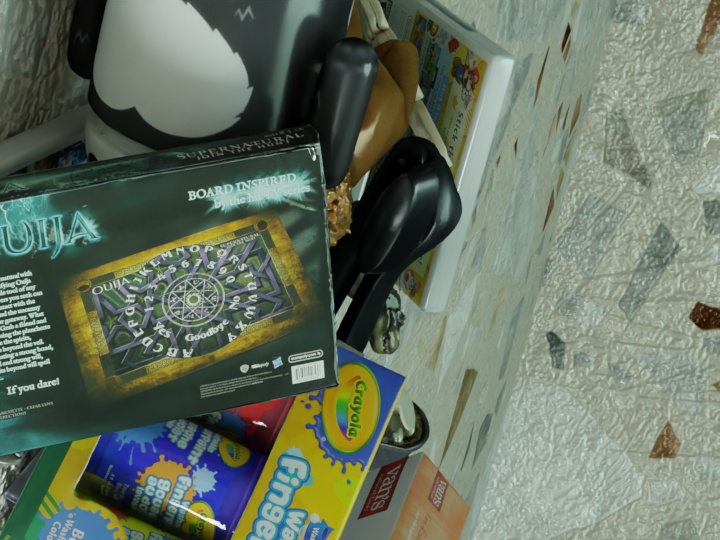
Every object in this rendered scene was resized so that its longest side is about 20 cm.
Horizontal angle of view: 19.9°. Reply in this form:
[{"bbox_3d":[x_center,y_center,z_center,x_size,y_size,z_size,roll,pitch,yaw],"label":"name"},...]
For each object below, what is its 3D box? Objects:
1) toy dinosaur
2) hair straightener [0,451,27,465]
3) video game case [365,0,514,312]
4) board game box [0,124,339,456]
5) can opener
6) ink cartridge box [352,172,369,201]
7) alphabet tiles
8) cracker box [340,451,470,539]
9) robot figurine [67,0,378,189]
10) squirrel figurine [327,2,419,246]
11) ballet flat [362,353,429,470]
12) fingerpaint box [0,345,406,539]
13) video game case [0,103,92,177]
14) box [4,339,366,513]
[{"bbox_3d":[-0.024,-0.009,1.350,0.200,0.088,0.048,74,-11,-50],"label":"toy dinosaur"},{"bbox_3d":[-0.158,0.028,1.101,0.077,0.041,0.200,-55,-171,45],"label":"hair straightener"},{"bbox_3d":[0.037,-0.098,1.521,0.182,0.023,0.201,45,-53,51],"label":"video game case"},{"bbox_3d":[-0.111,0.011,0.982,0.028,0.199,0.136,-128,-149,-59],"label":"board game box"},{"bbox_3d":[0.000,0.000,1.301,0.078,0.063,0.200,-11,142,-45],"label":"can opener"},{"bbox_3d":[-0.027,-0.076,1.439,0.200,0.067,0.117,-122,-132,-88],"label":"ink cartridge box"},{"bbox_3d":[0.011,-0.156,1.406,0.196,0.015,0.200,63,-1,-3],"label":"alphabet tiles"},{"bbox_3d":[-0.038,0.203,1.291,0.058,0.200,0.134,52,36,-21],"label":"cracker box"},{"bbox_3d":[-0.071,-0.113,1.036,0.150,0.124,0.201,-124,-136,-59],"label":"robot figurine"},{"bbox_3d":[-0.050,-0.118,1.188,0.187,0.141,0.201,78,15,-52],"label":"squirrel figurine"},{"bbox_3d":[-0.012,0.082,1.425,0.200,0.073,0.073,42,63,-49],"label":"ballet flat"},{"bbox_3d":[-0.089,0.118,1.134,0.073,0.166,0.200,116,0,-63],"label":"fingerpaint box"},{"bbox_3d":[-0.177,0.008,1.100,0.200,0.023,0.182,-41,146,-67],"label":"video game case"},{"bbox_3d":[-0.099,0.119,1.249,0.200,0.132,0.115,-51,158,-26],"label":"box"}]
